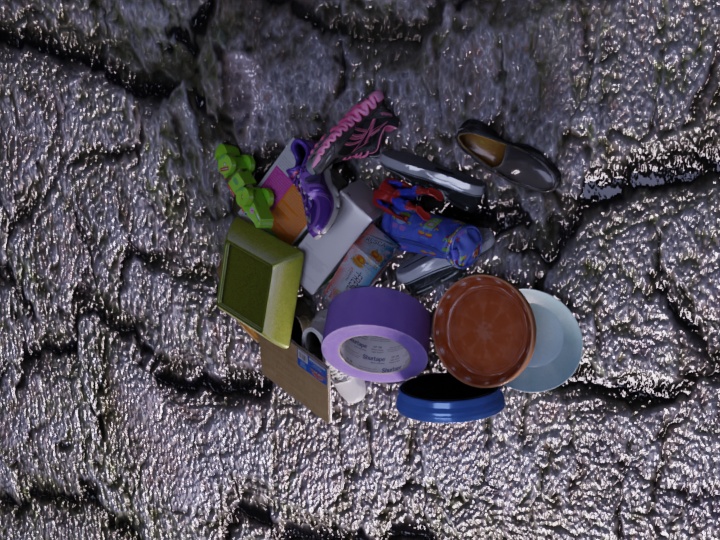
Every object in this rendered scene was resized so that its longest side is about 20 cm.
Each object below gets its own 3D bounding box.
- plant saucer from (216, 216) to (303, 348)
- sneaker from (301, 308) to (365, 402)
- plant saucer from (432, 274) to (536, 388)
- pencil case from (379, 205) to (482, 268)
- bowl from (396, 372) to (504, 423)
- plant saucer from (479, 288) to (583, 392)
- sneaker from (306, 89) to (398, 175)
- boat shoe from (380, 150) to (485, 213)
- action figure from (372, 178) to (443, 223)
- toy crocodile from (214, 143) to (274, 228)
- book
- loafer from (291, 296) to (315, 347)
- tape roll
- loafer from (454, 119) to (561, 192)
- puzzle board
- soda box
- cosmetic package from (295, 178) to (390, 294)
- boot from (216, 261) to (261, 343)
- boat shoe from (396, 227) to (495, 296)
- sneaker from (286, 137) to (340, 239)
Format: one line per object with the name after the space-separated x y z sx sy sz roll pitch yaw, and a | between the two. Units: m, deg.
-0.204 0.026 1.725 0.199 0.048 0.202 27 116 36 | plant saucer
-0.059 0.187 1.780 0.073 0.116 0.202 -18 102 24 | sneaker
0.222 0.108 1.626 0.199 0.032 0.203 -1 89 34 | plant saucer
0.117 -0.060 1.601 0.199 0.087 0.079 19 136 44 | pencil case
0.163 0.228 1.657 0.199 0.200 0.040 0 100 22 | bowl
0.306 0.122 1.653 0.199 0.039 0.203 7 111 19 | plant saucer
-0.008 -0.225 1.596 0.096 0.200 0.079 49 163 -16 | sneaker
0.123 -0.158 1.614 0.198 0.069 0.057 21 115 11 | boat shoe
0.073 -0.124 1.584 0.052 0.200 0.066 33 85 -30 | action figure
-0.222 -0.161 1.724 0.062 0.067 0.201 -42 69 35 | toy crocodile
-0.134 -0.138 1.737 0.134 0.048 0.200 45 117 6 | book
-0.141 0.151 1.825 0.075 0.070 0.202 15 113 16 | loafer
0.030 0.121 1.682 0.198 0.086 0.201 7 144 5 | tape roll
0.247 -0.187 1.550 0.199 0.072 0.073 28 115 10 | loafer
-0.126 0.192 1.766 0.199 0.017 0.152 31 137 33 | puzzle board
0.000 0.000 1.670 0.068 0.064 0.200 41 148 5 | soda box
-0.045 -0.064 1.692 0.085 0.108 0.200 43 119 4 | cosmetic package
-0.198 0.036 1.801 0.144 0.071 0.202 -34 85 38 | boot
0.163 -0.015 1.655 0.199 0.072 0.071 -23 121 26 | boat shoe
-0.094 -0.146 1.611 0.081 0.083 0.202 -38 51 40 | sneaker
